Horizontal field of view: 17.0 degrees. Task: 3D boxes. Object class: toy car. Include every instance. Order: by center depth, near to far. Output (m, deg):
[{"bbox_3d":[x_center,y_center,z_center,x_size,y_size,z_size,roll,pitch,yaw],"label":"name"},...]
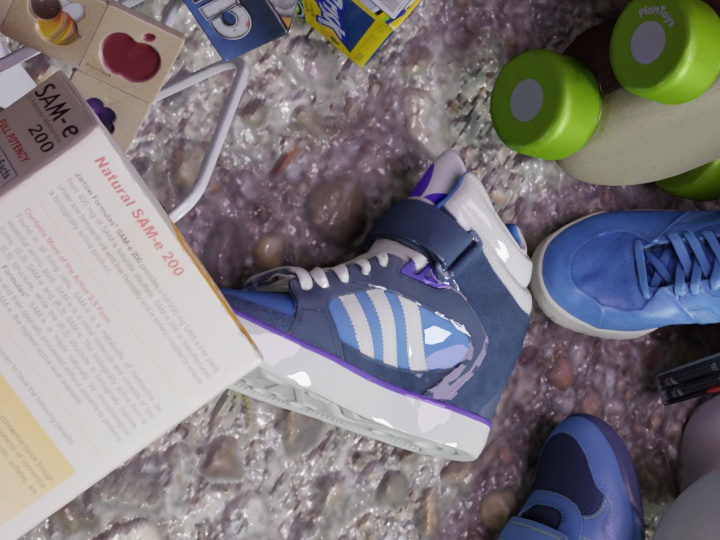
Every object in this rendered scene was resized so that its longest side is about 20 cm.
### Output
[{"bbox_3d":[0.159,-0.157,1.270,0.164,0.157,0.201,11,64,-45],"label":"toy car"}]

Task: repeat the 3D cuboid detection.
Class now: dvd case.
[{"bbox_3d":[0.275,0.032,1.301,0.145,0.200,0.022,-11,83,-34],"label":"dvd case"}]

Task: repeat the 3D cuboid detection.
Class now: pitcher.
[{"bbox_3d":[0.214,0.179,1.300,0.121,0.200,0.172,-2,109,7],"label":"pitcher"}]

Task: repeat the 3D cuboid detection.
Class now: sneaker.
[{"bbox_3d":[0.000,0.000,1.204,0.199,0.080,0.147,23,75,-30],"label":"sneaker"},{"bbox_3d":[0.197,-0.010,1.281,0.199,0.111,0.077,3,72,-18],"label":"sneaker"},{"bbox_3d":[0.094,0.174,1.284,0.082,0.074,0.201,12,88,-31],"label":"sneaker"}]

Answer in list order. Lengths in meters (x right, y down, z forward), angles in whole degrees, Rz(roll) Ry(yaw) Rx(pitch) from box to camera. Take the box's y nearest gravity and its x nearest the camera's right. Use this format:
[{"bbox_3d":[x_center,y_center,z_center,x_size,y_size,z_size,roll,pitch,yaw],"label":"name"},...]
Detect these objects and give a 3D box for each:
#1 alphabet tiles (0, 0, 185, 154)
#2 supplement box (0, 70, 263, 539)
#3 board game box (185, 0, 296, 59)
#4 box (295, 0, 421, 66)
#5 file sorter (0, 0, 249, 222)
[{"bbox_3d":[-0.193,-0.073,0.961,0.199,0.008,0.167,26,123,-10],"label":"alphabet tiles"},{"bbox_3d":[-0.157,0.035,0.936,0.200,0.074,0.126,-35,120,-4],"label":"supplement box"},{"bbox_3d":[-0.065,-0.203,1.076,0.136,0.034,0.200,56,26,-26],"label":"board game box"},{"bbox_3d":[0.044,-0.200,1.195,0.064,0.070,0.200,40,73,-3],"label":"box"},{"bbox_3d":[-0.159,-0.109,1.020,0.200,0.124,0.139,53,29,-26],"label":"file sorter"}]
